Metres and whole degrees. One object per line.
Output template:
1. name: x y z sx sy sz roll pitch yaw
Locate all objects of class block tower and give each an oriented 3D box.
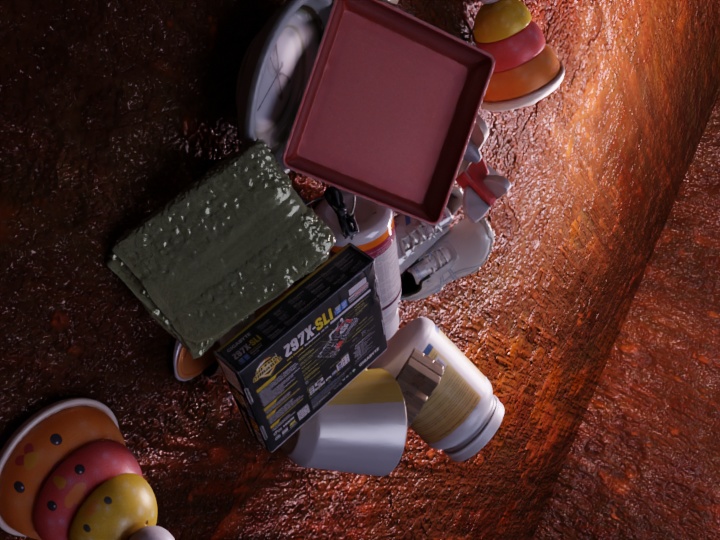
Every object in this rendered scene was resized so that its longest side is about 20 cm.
1. block tower: 0.058 0.204 1.155 0.202 0.057 0.054 -60 176 37

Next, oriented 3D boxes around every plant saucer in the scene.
1. plant saucer: -0.085 -0.199 0.818 0.200 0.049 0.204 21 89 -76
2. plant saucer: 0.030 -0.178 0.858 0.196 0.037 0.204 19 93 -19

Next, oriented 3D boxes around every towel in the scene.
1. towel: -0.138 -0.021 0.769 0.199 0.037 0.149 -37 110 4

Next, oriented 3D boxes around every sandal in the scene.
1. sandal: -0.136 0.068 0.928 0.205 0.058 0.081 -33 135 -43

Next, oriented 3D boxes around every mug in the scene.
1. mug: -0.040 0.201 1.103 0.150 0.189 0.151 5 136 -29

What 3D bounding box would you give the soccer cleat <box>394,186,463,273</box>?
1. soccer cleat: 0.087 -0.062 1.155 0.201 0.085 0.070 -51 119 -31

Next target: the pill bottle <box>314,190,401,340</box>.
1. pill bottle: 0.000 0.000 1.046 0.109 0.108 0.203 -43 141 -33

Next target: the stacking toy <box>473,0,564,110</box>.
1. stacking toy: 0.216 -0.358 1.159 0.146 0.144 0.203 -44 125 -33

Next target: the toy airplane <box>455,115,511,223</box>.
1. toy airplane: 0.112 -0.154 1.054 0.139 0.199 0.203 -24 131 -16

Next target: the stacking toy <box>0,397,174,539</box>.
1. stacking toy: -0.240 0.225 0.731 0.145 0.197 0.149 -35 137 -41

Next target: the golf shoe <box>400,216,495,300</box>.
1. golf shoe: 0.121 -0.008 1.183 0.096 0.079 0.200 -21 162 -49

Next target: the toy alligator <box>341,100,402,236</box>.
1. toy alligator: -0.001 -0.142 0.906 0.053 0.059 0.204 22 93 -15

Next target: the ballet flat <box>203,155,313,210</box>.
1. ballet flat: -0.105 -0.073 0.888 0.199 0.056 0.068 26 88 -59

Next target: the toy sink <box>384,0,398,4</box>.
1. toy sink: -0.049 -0.340 0.729 0.112 0.195 0.133 -67 168 -72

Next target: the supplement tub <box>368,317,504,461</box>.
1. supplement tub: 0.122 0.192 1.244 0.145 0.200 0.145 -44 -173 7

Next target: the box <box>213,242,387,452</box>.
1. box: -0.058 0.089 0.877 0.199 0.049 0.162 -40 141 -23

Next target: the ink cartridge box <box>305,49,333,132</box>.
1. ink cartridge box: 0.009 -0.218 0.942 0.200 0.049 0.166 7 104 -76

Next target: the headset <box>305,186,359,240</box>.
1. headset: -0.094 -0.018 0.849 0.199 0.095 0.123 -38 155 15
